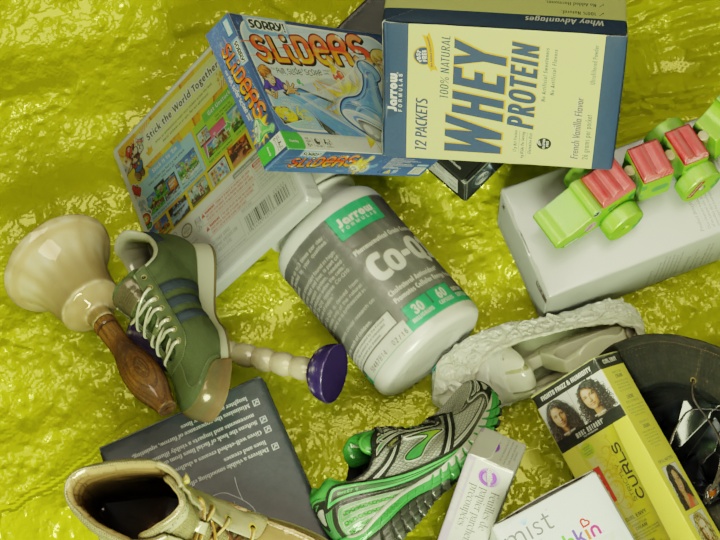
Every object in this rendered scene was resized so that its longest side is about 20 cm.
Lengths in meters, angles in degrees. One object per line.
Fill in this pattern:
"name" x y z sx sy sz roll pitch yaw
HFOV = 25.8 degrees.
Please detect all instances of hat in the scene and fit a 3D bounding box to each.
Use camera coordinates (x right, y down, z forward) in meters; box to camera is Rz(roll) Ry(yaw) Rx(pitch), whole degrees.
"hat" 0.275 0.139 1.310 0.199 0.081 0.202 6 101 36

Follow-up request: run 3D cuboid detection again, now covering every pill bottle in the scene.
"pill bottle" 0.000 0.000 1.367 0.113 0.113 0.200 -38 73 -11

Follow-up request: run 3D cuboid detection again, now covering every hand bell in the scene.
"hand bell" -0.213 0.051 1.333 0.104 0.104 0.200 -36 54 -10

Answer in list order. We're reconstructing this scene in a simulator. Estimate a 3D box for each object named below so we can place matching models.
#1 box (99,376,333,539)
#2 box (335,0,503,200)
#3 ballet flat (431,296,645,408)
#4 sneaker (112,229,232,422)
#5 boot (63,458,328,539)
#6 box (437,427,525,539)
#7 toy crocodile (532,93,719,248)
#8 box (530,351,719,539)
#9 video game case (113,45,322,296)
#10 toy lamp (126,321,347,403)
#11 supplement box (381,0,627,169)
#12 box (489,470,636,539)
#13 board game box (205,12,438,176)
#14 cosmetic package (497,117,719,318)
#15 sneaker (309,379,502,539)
"box" -0.105 0.216 1.295 0.148 0.107 0.201 -23 69 -6
"box" 0.080 -0.187 1.470 0.160 0.044 0.200 -44 73 -12
"ballet flat" 0.155 0.074 1.349 0.199 0.072 0.072 -21 70 -6
"sneaker" -0.163 0.039 1.290 0.089 0.067 0.201 20 34 -26
"boot" -0.113 0.194 1.163 0.199 0.156 0.073 15 71 8
"box" 0.082 0.216 1.248 0.038 0.201 0.041 22 34 9
"toy crocodile" 0.238 -0.082 1.329 0.199 0.062 0.068 -27 68 -7
"box" 0.220 0.171 1.272 0.075 0.050 0.201 -35 76 31
"video game case" -0.131 -0.085 1.384 0.023 0.200 0.183 -2 61 -46
"toy lamp" -0.112 0.071 1.359 0.199 0.058 0.059 9 69 25
"supplement box" 0.122 -0.204 1.338 0.198 0.135 0.201 4 42 5
"box" 0.179 0.269 1.213 0.096 0.200 0.177 -27 72 -7
"board game box" -0.028 -0.147 1.349 0.034 0.199 0.136 -38 68 35
"cosmetic package" 0.231 -0.043 1.391 0.199 0.081 0.114 -19 69 -3
"sneaker" 0.041 0.147 1.268 0.085 0.078 0.200 48 54 3
